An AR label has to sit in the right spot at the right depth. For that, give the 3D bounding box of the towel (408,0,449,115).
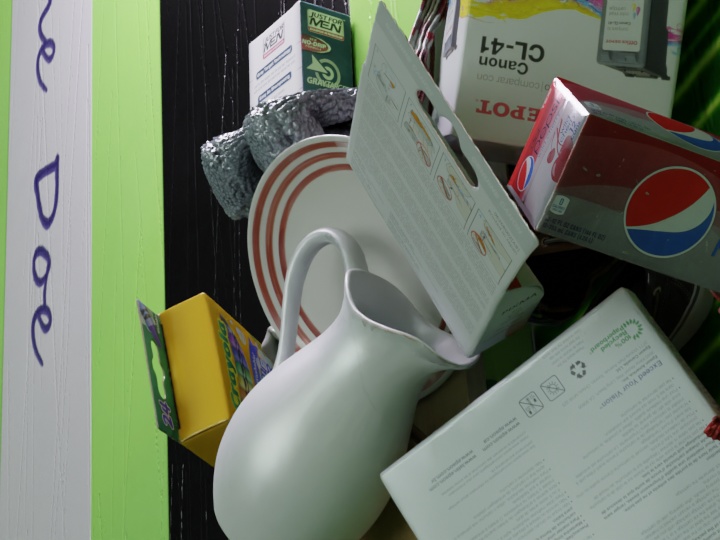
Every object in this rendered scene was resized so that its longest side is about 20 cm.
[{"bbox_3d":[0.055,-0.142,0.999,0.145,0.022,0.202,90,-167,-46],"label":"towel"}]

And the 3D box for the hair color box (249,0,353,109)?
[{"bbox_3d":[-0.054,-0.131,1.257,0.100,0.060,0.203,-27,61,51],"label":"hair color box"}]

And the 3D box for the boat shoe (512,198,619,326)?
[{"bbox_3d":[0.116,-0.005,0.897,0.200,0.071,0.073,126,153,-61],"label":"boat shoe"}]

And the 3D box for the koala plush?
[{"bbox_3d":[-0.006,-0.037,1.099,0.177,0.181,0.203,-19,85,67],"label":"koala plush"}]

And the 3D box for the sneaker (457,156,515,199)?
[{"bbox_3d":[0.095,-0.037,0.991,0.084,0.072,0.203,32,112,49],"label":"sneaker"}]

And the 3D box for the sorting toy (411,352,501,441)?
[{"bbox_3d":[0.051,0.179,1.006,0.198,0.069,0.203,-30,58,50],"label":"sorting toy"}]

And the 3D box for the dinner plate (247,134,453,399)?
[{"bbox_3d":[0.000,0.000,0.978,0.198,0.024,0.203,15,116,33],"label":"dinner plate"}]

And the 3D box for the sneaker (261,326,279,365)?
[{"bbox_3d":[-0.042,0.133,1.154,0.070,0.079,0.203,-42,50,41],"label":"sneaker"}]

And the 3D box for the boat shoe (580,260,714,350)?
[{"bbox_3d":[0.149,0.066,0.884,0.201,0.066,0.070,-57,40,32],"label":"boat shoe"}]

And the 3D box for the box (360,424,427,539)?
[{"bbox_3d":[0.027,0.221,0.948,0.163,0.021,0.203,38,114,54],"label":"box"}]

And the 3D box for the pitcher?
[{"bbox_3d":[-0.029,0.087,0.940,0.201,0.120,0.172,-57,46,19],"label":"pitcher"}]

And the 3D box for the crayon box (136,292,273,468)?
[{"bbox_3d":[-0.111,0.108,1.166,0.051,0.200,0.127,-24,56,13],"label":"crayon box"}]

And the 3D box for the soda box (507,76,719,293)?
[{"bbox_3d":[0.183,-0.034,0.729,0.064,0.197,0.071,-110,41,-63],"label":"soda box"}]

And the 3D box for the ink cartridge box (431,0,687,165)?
[{"bbox_3d":[0.132,-0.170,0.885,0.086,0.145,0.203,158,119,-83],"label":"ink cartridge box"}]

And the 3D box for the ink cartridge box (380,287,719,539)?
[{"bbox_3d":[0.140,0.149,0.812,0.199,0.040,0.201,-38,72,16],"label":"ink cartridge box"}]

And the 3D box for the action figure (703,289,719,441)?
[{"bbox_3d":[0.229,0.086,0.732,0.066,0.098,0.202,-55,38,34],"label":"action figure"}]

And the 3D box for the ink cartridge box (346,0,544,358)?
[{"bbox_3d":[0.055,-0.054,0.801,0.163,0.050,0.200,59,162,15],"label":"ink cartridge box"}]
